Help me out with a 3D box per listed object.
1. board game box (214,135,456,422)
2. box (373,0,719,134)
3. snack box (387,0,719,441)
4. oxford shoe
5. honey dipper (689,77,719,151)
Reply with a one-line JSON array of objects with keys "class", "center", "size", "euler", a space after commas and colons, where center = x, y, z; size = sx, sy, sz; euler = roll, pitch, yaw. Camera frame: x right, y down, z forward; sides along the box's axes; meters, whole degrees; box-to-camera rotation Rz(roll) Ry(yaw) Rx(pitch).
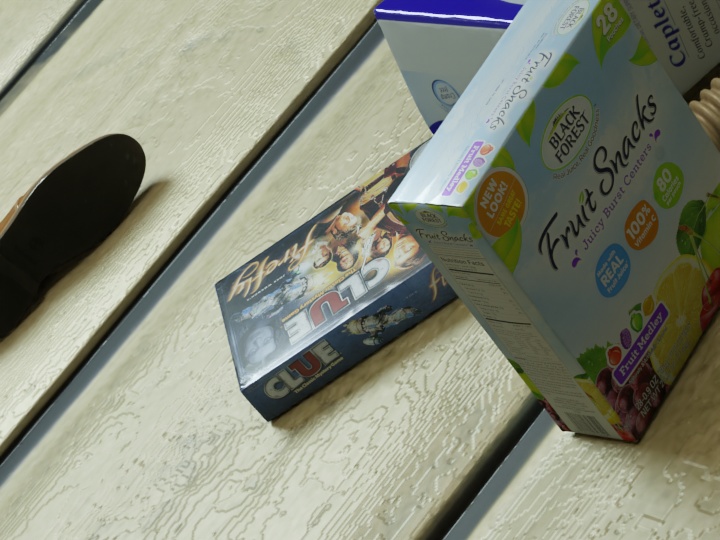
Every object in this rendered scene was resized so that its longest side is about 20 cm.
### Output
[{"class": "board game box", "center": [0.000, 0.000, 1.720], "size": [0.200, 0.035, 0.136], "euler": [-34, 32, 9]}, {"class": "box", "center": [0.146, -0.177, 1.693], "size": [0.200, 0.105, 0.184], "euler": [-42, 29, -25]}, {"class": "snack box", "center": [0.127, -0.031, 1.465], "size": [0.067, 0.200, 0.169], "euler": [3, 52, 49]}, {"class": "oxford shoe", "center": [-0.250, -0.035, 2.001], "size": [0.200, 0.071, 0.071], "euler": [-45, 26, -6]}, {"class": "honey dipper", "center": [0.163, -0.037, 1.594], "size": [0.200, 0.038, 0.038], "euler": [-45, 31, -5]}]
